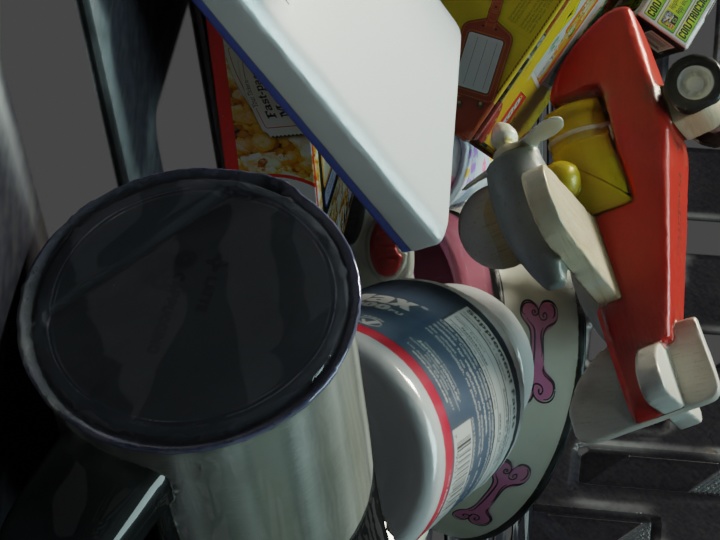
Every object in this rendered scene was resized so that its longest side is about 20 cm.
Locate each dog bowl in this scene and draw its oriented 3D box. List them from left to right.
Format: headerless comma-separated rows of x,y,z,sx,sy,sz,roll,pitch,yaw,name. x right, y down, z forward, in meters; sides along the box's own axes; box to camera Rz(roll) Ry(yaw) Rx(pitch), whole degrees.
0.045,0.054,1.262,0.200,0.074,0.201,-30,-125,55,dog bowl

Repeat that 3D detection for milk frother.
-0.016,0.096,0.760,0.188,0.199,0.181,82,19,-53,milk frother

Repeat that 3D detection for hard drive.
-0.017,-0.118,0.917,0.200,0.025,0.132,49,36,-42,hard drive

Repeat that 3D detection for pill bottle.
0.014,0.068,1.076,0.200,0.119,0.120,-25,119,-67,pill bottle

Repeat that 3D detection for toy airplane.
0.118,-0.009,1.107,0.199,0.141,0.201,-63,148,-53,toy airplane

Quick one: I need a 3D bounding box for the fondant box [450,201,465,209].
0.037,0.023,1.481,0.200,0.058,0.145,-41,138,-74,fondant box

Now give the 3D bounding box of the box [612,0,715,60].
0.160,-0.166,1.237,0.110,0.035,0.200,-59,-168,-10,box

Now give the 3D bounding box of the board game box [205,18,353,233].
-0.030,-0.108,1.054,0.152,0.046,0.200,-76,167,-45,board game box

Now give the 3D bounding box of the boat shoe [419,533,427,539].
-0.004,0.176,1.276,0.201,0.070,0.072,17,88,-75,boat shoe

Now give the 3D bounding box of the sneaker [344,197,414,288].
0.000,0.000,1.223,0.083,0.080,0.201,-124,-140,-84,sneaker

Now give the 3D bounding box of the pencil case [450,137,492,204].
0.041,-0.079,1.387,0.200,0.090,0.083,-34,118,-78,pencil case

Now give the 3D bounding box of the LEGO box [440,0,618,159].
0.091,-0.160,1.111,0.200,0.077,0.149,-56,171,4,LEGO box
